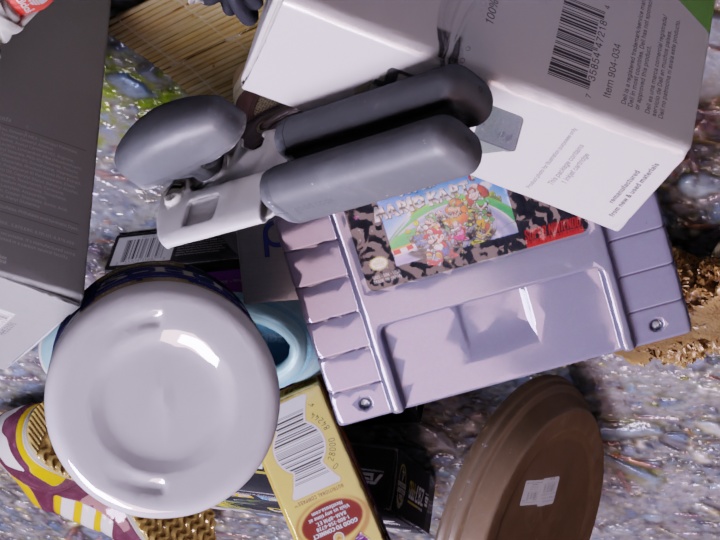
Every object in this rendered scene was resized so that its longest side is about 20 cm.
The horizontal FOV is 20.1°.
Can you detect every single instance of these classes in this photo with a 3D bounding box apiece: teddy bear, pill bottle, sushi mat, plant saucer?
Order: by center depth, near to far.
[{"bbox_3d":[-0.042,-0.139,1.096,0.199,0.012,0.096,-18,135,39],"label":"sushi mat"},{"bbox_3d":[-0.109,0.056,1.098,0.119,0.121,0.200,20,-178,-9],"label":"pill bottle"},{"bbox_3d":[0.170,0.010,1.204,0.199,0.067,0.145,-16,127,46],"label":"teddy bear"},{"bbox_3d":[0.107,0.167,1.322,0.029,0.201,0.201,18,152,31],"label":"plant saucer"}]

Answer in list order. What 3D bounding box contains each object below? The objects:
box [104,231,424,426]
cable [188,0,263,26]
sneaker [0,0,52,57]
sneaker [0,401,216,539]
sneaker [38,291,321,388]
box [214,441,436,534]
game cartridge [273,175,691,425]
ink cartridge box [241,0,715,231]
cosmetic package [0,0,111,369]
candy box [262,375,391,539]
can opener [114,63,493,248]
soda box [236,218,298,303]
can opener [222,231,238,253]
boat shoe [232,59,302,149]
[{"bbox_3d":[-0.059,0.041,1.346,0.142,0.036,0.200,-5,140,28],"label":"box"},{"bbox_3d":[-0.097,-0.203,0.907,0.050,0.163,0.201,-23,122,-12],"label":"cable"},{"bbox_3d":[-0.202,-0.127,1.011,0.093,0.201,0.070,-1,154,11],"label":"sneaker"},{"bbox_3d":[-0.197,0.165,1.554,0.090,0.075,0.200,-13,132,47],"label":"sneaker"},{"bbox_3d":[-0.115,0.042,1.249,0.198,0.075,0.082,-6,180,15],"label":"sneaker"},{"bbox_3d":[-0.057,0.146,1.442,0.198,0.050,0.161,6,169,12],"label":"box"},{"bbox_3d":[0.064,-0.002,1.075,0.198,0.038,0.131,-16,112,7],"label":"game cartridge"},{"bbox_3d":[0.060,-0.128,0.954,0.199,0.146,0.084,20,150,-9],"label":"ink cartridge box"},{"bbox_3d":[-0.196,-0.063,1.090,0.090,0.202,0.107,19,149,-25],"label":"cosmetic package"},{"bbox_3d":[-0.012,0.168,1.285,0.056,0.201,0.117,-24,-178,-1],"label":"candy box"},{"bbox_3d":[-0.034,-0.056,0.919,0.199,0.054,0.067,-14,141,42],"label":"can opener"},{"bbox_3d":[0.032,-0.026,1.122,0.198,0.063,0.069,-4,100,4],"label":"soda box"},{"bbox_3d":[0.000,0.000,1.208,0.199,0.054,0.067,33,154,-6],"label":"can opener"},{"bbox_3d":[0.025,-0.088,1.085,0.198,0.065,0.072,-5,151,15],"label":"boat shoe"}]
